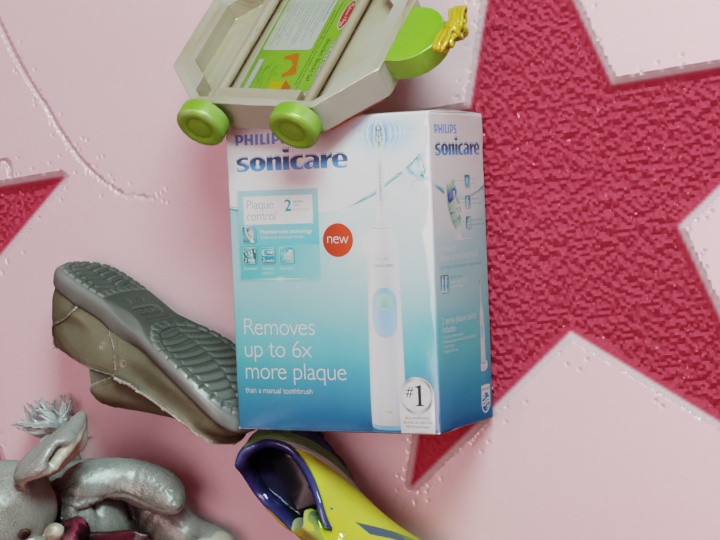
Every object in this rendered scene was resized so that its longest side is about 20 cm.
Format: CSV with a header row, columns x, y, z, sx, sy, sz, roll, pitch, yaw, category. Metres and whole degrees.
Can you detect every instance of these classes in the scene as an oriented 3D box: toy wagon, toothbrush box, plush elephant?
x,y,z,sx,sy,sz,roll,pitch,yaw,category
-0.021,-0.139,1.201,0.200,0.040,0.155,5,53,31,toy wagon
0.000,0.000,1.228,0.146,0.085,0.200,0,93,27,toothbrush box
-0.211,0.178,1.308,0.165,0.155,0.200,-38,77,24,plush elephant

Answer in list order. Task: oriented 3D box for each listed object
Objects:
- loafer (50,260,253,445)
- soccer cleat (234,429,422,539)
x,y,z,sx,sy,sz,roll,pitch,yaw,category
-0.141,0.066,1.312,0.200,0.075,0.070,36,115,35,loafer
-0.005,0.178,1.244,0.200,0.084,0.065,45,111,17,soccer cleat
